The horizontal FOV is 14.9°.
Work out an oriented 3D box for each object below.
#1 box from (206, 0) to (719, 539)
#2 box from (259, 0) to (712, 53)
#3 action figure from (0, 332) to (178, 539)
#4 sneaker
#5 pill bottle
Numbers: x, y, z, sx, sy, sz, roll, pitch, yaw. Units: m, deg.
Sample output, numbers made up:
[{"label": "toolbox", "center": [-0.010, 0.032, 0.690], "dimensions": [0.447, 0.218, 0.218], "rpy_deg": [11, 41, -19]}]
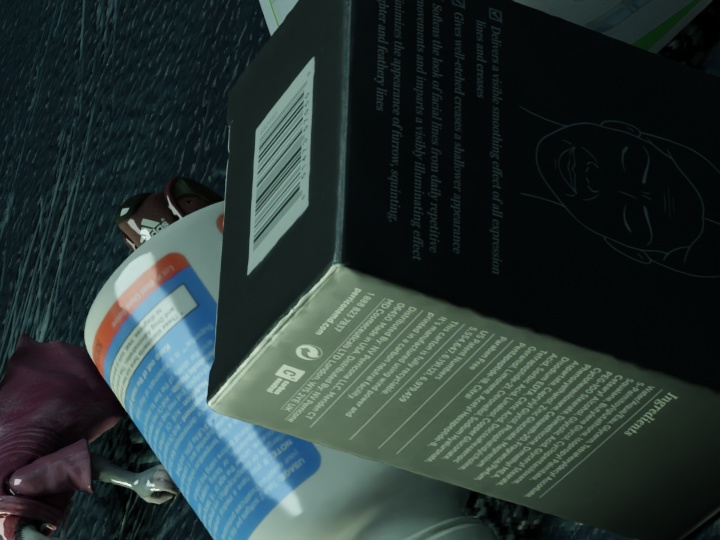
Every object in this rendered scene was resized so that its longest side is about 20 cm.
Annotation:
[{"label": "box", "center": [0.057, -0.007, 1.016], "dimensions": [0.107, 0.200, 0.149], "rpy_deg": [-48, 31, 47]}, {"label": "box", "center": [0.058, -0.143, 1.185], "dimensions": [0.200, 0.097, 0.177], "rpy_deg": [-44, 31, 15]}, {"label": "action figure", "center": [-0.192, 0.110, 1.604], "dimensions": [0.134, 0.149, 0.200], "rpy_deg": [-52, 15, 28]}, {"label": "sneaker", "center": [-0.085, 0.016, 1.353], "dimensions": [0.076, 0.116, 0.200], "rpy_deg": [-44, 3, 17]}, {"label": "pill bottle", "center": [-0.022, 0.075, 1.167], "dimensions": [0.200, 0.112, 0.112], "rpy_deg": [54, 130, 23]}]
